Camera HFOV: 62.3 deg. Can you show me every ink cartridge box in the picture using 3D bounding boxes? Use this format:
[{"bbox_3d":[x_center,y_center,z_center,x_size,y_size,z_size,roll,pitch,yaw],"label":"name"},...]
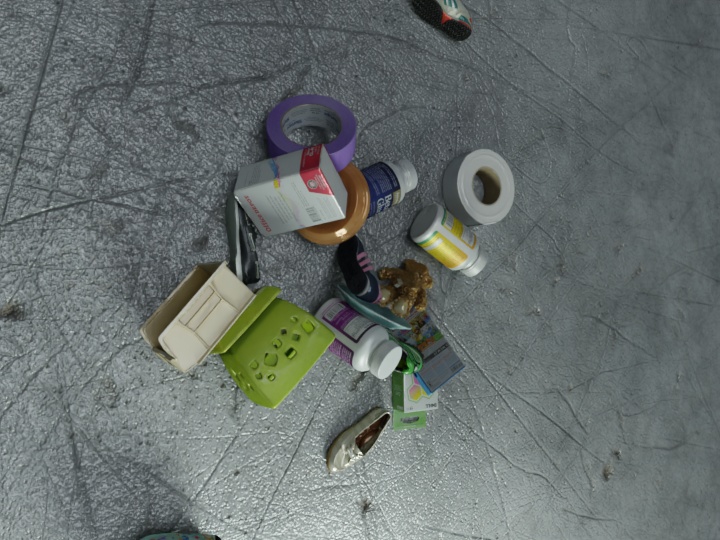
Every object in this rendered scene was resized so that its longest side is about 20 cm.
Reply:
[{"bbox_3d":[-0.144,-0.166,1.258,0.148,0.198,0.086,61,26,-45],"label":"ink cartridge box"},{"bbox_3d":[0.137,0.302,1.498,0.103,0.059,0.203,1,87,-29],"label":"ink cartridge box"}]

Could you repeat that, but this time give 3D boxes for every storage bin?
[{"bbox_3d":[-0.328,0.087,1.173,0.094,0.199,0.199,46,68,-21],"label":"storage bin"}]

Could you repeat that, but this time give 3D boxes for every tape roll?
[{"bbox_3d":[-0.108,-0.300,1.321,0.198,0.066,0.202,2,55,-2],"label":"tape roll"},{"bbox_3d":[0.321,-0.222,1.615,0.200,0.071,0.205,1,87,-29],"label":"tape roll"}]

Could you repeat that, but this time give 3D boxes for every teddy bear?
[{"bbox_3d":[0.104,0.049,1.459,0.143,0.067,0.201,16,35,3],"label":"teddy bear"}]

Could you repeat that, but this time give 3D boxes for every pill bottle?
[{"bbox_3d":[0.039,-0.198,1.435,0.199,0.111,0.112,-29,102,-26],"label":"pill bottle"},{"bbox_3d":[-0.008,0.155,1.336,0.112,0.199,0.113,-37,145,-32],"label":"pill bottle"},{"bbox_3d":[0.233,-0.072,1.537,0.199,0.112,0.114,35,73,-23],"label":"pill bottle"}]

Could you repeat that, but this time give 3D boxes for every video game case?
[{"bbox_3d":[0.156,0.190,1.477,0.142,0.018,0.201,-27,77,-38],"label":"video game case"}]

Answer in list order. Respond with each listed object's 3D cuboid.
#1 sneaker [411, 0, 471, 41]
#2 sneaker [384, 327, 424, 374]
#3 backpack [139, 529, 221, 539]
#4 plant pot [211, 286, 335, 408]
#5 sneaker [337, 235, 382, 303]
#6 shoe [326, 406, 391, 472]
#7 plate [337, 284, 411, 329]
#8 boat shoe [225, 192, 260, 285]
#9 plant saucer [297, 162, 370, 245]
[{"bbox_3d":[0.218,-0.703,1.589,0.198,0.070,0.094,27,58,-23],"label":"sneaker"},{"bbox_3d":[0.054,0.178,1.400,0.085,0.198,0.079,-8,120,-69],"label":"sneaker"},{"bbox_3d":[-0.367,0.604,1.158,0.198,0.150,0.180,15,78,-35],"label":"backpack"},{"bbox_3d":[-0.202,0.148,1.246,0.182,0.200,0.199,46,68,-11],"label":"plant pot"},{"bbox_3d":[0.000,0.000,1.391,0.082,0.070,0.201,37,27,-38],"label":"sneaker"},{"bbox_3d":[-0.002,0.402,1.422,0.200,0.053,0.070,-42,107,-24],"label":"shoe"},{"bbox_3d":[0.028,0.091,1.377,0.199,0.200,0.026,28,94,-25],"label":"plate"},{"bbox_3d":[-0.254,-0.069,1.295,0.060,0.075,0.203,-6,103,-28],"label":"boat shoe"},{"bbox_3d":[-0.077,-0.159,1.341,0.198,0.037,0.203,0,88,16],"label":"plant saucer"}]
